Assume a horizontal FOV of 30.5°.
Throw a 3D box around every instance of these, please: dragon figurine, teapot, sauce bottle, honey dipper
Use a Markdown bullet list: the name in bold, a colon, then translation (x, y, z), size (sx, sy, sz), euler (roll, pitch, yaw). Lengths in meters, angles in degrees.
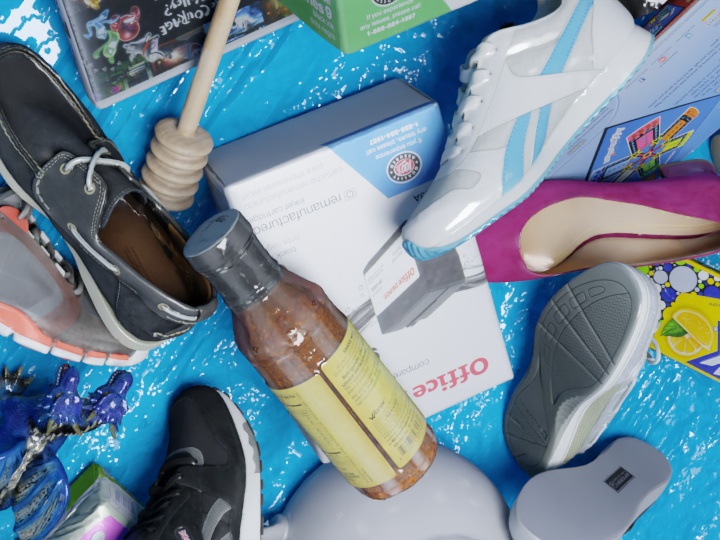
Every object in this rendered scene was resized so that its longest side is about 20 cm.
- **dragon figurine**: translation (-0.211, 0.126, 0.803), size (0.059, 0.099, 0.201), euler (31, 99, -27)
- **teapot**: translation (0.034, 0.219, 0.908), size (0.198, 0.146, 0.199), euler (-25, 114, -12)
- **sauce bottle**: translation (-0.029, 0.049, 0.782), size (0.066, 0.066, 0.201), euler (-38, 115, -7)
- **honey dipper**: translation (-0.086, -0.125, 0.771), size (0.038, 0.038, 0.201), euler (10, 124, -24)

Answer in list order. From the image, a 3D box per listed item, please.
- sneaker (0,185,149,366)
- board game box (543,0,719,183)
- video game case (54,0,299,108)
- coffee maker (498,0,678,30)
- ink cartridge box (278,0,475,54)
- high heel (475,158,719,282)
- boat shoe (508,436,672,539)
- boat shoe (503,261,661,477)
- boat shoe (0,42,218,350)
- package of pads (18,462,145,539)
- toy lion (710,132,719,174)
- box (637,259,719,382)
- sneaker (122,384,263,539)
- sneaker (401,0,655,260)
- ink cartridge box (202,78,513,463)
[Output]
- **sneaker**: translation (-0.203, -0.005, 0.783), size (0.199, 0.077, 0.083), euler (26, 86, -29)
- **board game box**: translation (0.197, -0.113, 0.865), size (0.102, 0.020, 0.200), euler (16, 141, -28)
- **video game case**: translation (-0.088, -0.208, 0.750), size (0.199, 0.023, 0.183), euler (-28, 135, -18)
- **coffee maker**: translation (0.145, -0.263, 0.805), size (0.191, 0.135, 0.201), euler (-35, 115, -7)
- **ink cartridge box**: translation (0.020, -0.244, 0.725), size (0.145, 0.084, 0.201), euler (-26, 135, -18)
- **high heel**: translation (0.156, -0.022, 0.882), size (0.198, 0.096, 0.068), euler (-21, 114, 10)
- **boat shoe**: translation (0.164, 0.176, 0.952), size (0.199, 0.069, 0.057), euler (-13, 136, -52)
- **boat shoe**: translation (0.161, 0.068, 0.924), size (0.064, 0.075, 0.203), euler (-13, 140, -29)
- **boat shoe**: translation (-0.152, -0.049, 0.770), size (0.072, 0.067, 0.201), euler (-39, 101, -38)
- **package of pads**: translation (-0.186, 0.252, 0.873), size (0.200, 0.068, 0.155), euler (-46, 117, -2)
- **toy lion**: translation (0.347, -0.008, 0.935), size (0.068, 0.192, 0.201), euler (-29, 115, -11)
- **box**: translation (0.267, 0.047, 0.921), size (0.064, 0.199, 0.071), euler (9, 107, -64)
- **sneaker**: translation (-0.110, 0.161, 0.814), size (0.087, 0.202, 0.076), euler (11, 147, -34)
- **sneaker**: translation (0.084, -0.090, 0.785), size (0.081, 0.076, 0.200), euler (42, 78, -6)
- **ink cartridge box**: translation (0.000, 0.000, 0.855), size (0.144, 0.084, 0.202), euler (-23, 114, -10)
